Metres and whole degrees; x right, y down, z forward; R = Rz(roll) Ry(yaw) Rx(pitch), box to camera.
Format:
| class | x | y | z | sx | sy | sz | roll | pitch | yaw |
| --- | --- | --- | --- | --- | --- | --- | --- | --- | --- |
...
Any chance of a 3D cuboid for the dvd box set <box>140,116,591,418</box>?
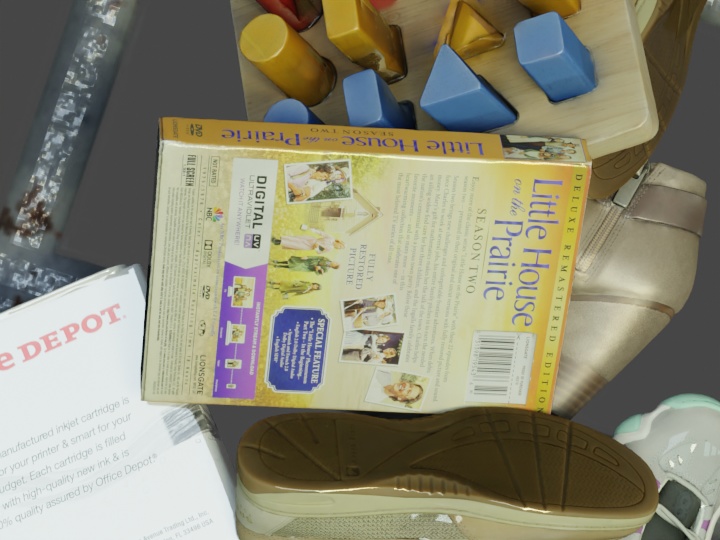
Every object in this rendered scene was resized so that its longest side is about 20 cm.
| class | x | y | z | sx | sy | sz | roll | pitch | yaw |
| --- | --- | --- | --- | --- | --- | --- | --- | --- | --- |
| dvd box set | 0.000 | 0.000 | 1.335 | 0.200 | 0.029 | 0.146 | 2 | 123 | -6 |

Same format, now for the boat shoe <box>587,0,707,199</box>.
| class | x | y | z | sx | sy | sz | roll | pitch | yaw |
| --- | --- | --- | --- | --- | --- | --- | --- | --- | --- |
| boat shoe | 0.128 | -0.124 | 1.413 | 0.064 | 0.071 | 0.200 | 11 | 62 | 26 |

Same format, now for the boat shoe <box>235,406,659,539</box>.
| class | x | y | z | sx | sy | sz | roll | pitch | yaw |
| --- | --- | --- | --- | --- | --- | --- | --- | --- | --- |
| boat shoe | 0.040 | 0.111 | 1.354 | 0.200 | 0.072 | 0.065 | 2 | 129 | -4 |

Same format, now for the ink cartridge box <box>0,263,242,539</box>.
| class | x | y | z | sx | sy | sz | roll | pitch | yaw |
| --- | --- | --- | --- | --- | --- | --- | --- | --- | --- |
| ink cartridge box | -0.134 | 0.115 | 1.412 | 0.145 | 0.084 | 0.200 | -23 | 85 | -1 |

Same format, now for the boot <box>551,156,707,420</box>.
| class | x | y | z | sx | sy | sz | roll | pitch | yaw |
| --- | --- | --- | --- | --- | --- | --- | --- | --- | --- |
| boot | 0.069 | -0.021 | 1.429 | 0.200 | 0.070 | 0.146 | 27 | 81 | 3 |

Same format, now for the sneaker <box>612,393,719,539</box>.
| class | x | y | z | sx | sy | sz | roll | pitch | yaw |
| --- | --- | --- | --- | --- | --- | --- | --- | --- | --- |
| sneaker | 0.139 | 0.161 | 1.366 | 0.078 | 0.140 | 0.200 | 30 | 93 | -24 |

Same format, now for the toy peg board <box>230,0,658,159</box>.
| class | x | y | z | sx | sy | sz | roll | pitch | yaw |
| --- | --- | --- | --- | --- | --- | --- | --- | --- | --- |
| toy peg board | 0.017 | -0.139 | 1.361 | 0.200 | 0.098 | 0.199 | -18 | 64 | 19 |
